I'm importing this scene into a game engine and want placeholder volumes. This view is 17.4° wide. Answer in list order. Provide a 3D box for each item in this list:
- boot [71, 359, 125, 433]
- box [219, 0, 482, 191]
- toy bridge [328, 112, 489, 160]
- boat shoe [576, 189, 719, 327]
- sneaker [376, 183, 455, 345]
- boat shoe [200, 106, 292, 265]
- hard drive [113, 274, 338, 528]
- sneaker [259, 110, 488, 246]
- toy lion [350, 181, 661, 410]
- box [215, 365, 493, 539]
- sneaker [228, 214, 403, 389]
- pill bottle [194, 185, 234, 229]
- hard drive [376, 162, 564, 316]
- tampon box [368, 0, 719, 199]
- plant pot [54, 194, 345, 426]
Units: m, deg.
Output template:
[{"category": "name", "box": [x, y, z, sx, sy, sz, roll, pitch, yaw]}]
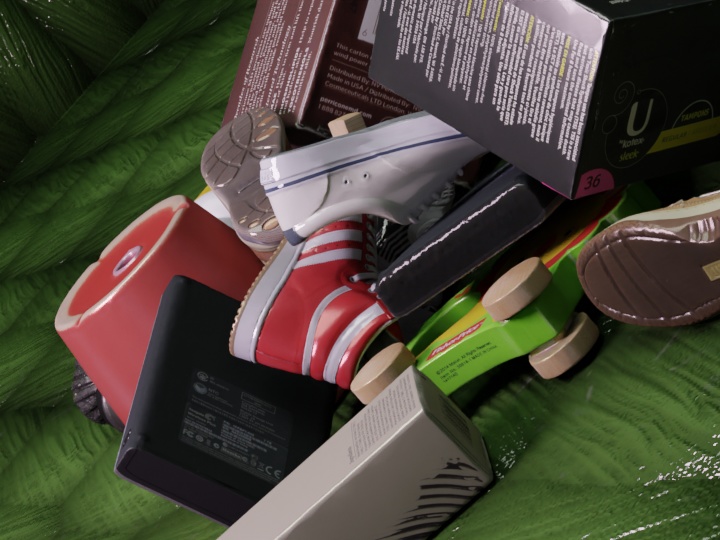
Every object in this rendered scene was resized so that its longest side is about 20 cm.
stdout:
[{"category": "boot", "box": [-0.205, 0.095, 2.064, 0.157, 0.080, 0.211, -25, 14, 35]}, {"category": "box", "box": [0.007, -0.162, 1.943, 0.200, 0.165, 0.165, -2, 71, 68]}, {"category": "toy bridge", "box": [0.069, -0.111, 1.693, 0.200, 0.067, 0.027, -27, 10, -25]}, {"category": "boat shoe", "box": [0.213, -0.018, 1.364, 0.200, 0.072, 0.076, -12, 21, 50]}, {"category": "sneaker", "box": [0.012, 0.009, 1.767, 0.115, 0.075, 0.201, 130, 159, -54]}, {"category": "boat shoe", "box": [-0.071, -0.055, 1.794, 0.076, 0.072, 0.200, -28, 33, 7]}, {"category": "hard drive", "box": [-0.087, 0.096, 1.633, 0.033, 0.139, 0.200, -56, 14, 33]}, {"category": "sneaker", "box": [0.032, -0.069, 1.619, 0.199, 0.071, 0.073, -16, 7, -3]}, {"category": "toy lion", "box": [0.106, 0.014, 1.553, 0.200, 0.069, 0.192, -34, 13, 36]}, {"category": "box", "box": [-0.014, 0.157, 1.469, 0.200, 0.068, 0.082, -42, 16, 11]}, {"category": "sneaker", "box": [0.000, 0.000, 1.652, 0.071, 0.112, 0.200, 89, -155, -54]}, {"category": "pill bottle", "box": [-0.095, -0.025, 1.983, 0.112, 0.112, 0.200, -40, 6, 17]}, {"category": "hard drive", "box": [0.102, -0.049, 1.602, 0.139, 0.033, 0.200, -35, 4, 33]}, {"category": "tampon box", "box": [0.130, -0.153, 1.522, 0.150, 0.127, 0.200, -15, 37, -38]}, {"category": "plant pot", "box": [-0.123, 0.052, 1.801, 0.200, 0.177, 0.201, -40, 16, 14]}]
